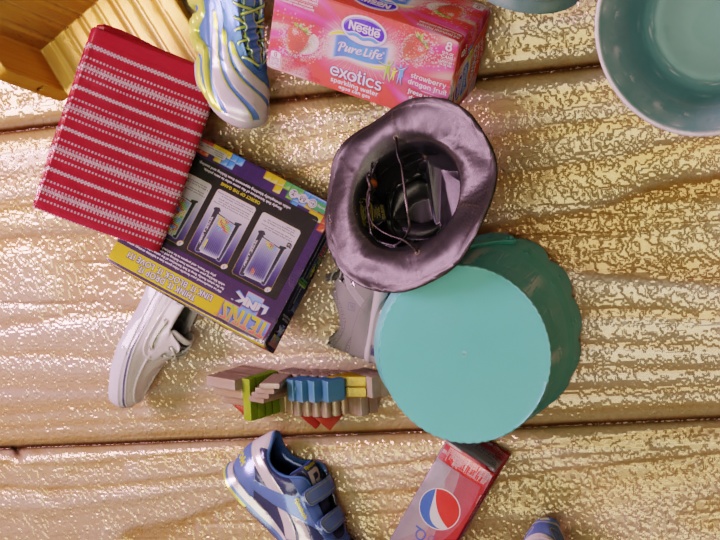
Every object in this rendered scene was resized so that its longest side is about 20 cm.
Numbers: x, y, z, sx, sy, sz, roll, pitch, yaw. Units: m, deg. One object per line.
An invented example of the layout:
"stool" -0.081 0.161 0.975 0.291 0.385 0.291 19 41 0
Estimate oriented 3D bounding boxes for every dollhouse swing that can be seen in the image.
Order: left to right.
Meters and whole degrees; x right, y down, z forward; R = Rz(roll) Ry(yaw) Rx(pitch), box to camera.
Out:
"dollhouse swing" -0.273 -0.230 1.714 0.199 0.181 0.177 -34 68 20

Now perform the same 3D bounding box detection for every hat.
"hat" 0.062 -0.066 1.603 0.199 0.081 0.203 -9 75 34

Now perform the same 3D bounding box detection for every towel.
"towel" -0.239 -0.136 1.687 0.143 0.022 0.202 19 91 -13

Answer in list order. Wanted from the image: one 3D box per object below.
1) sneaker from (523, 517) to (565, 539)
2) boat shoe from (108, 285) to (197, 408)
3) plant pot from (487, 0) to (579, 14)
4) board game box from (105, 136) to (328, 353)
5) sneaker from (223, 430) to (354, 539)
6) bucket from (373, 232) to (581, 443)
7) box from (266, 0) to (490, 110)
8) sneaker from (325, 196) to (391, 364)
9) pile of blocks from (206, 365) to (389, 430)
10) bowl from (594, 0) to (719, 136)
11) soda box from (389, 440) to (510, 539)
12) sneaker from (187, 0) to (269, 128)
"sneaker" 0.205 0.349 1.709 0.075 0.077 0.202 0 117 15
"boat shoe" -0.215 0.068 1.791 0.066 0.073 0.202 25 106 15
"plant pot" 0.165 -0.328 1.545 0.198 0.201 0.135 21 133 13
"board game box" -0.141 -0.033 1.729 0.198 0.057 0.167 28 85 12
"sneaker" -0.057 0.257 1.776 0.200 0.074 0.082 42 108 6
"bucket" 0.118 0.071 1.649 0.205 0.135 0.210 3 99 18
"box" 0.018 -0.232 1.633 0.198 0.100 0.096 20 125 14
"sneaker" 0.000 0.000 1.706 0.081 0.075 0.203 8 103 15
"pile of blocks" -0.067 0.141 1.752 0.197 0.082 0.063 0 100 18
"bowl" 0.326 -0.232 1.539 0.198 0.105 0.204 4 102 18
"soda box" 0.079 0.265 1.732 0.063 0.070 0.201 32 109 11
"sneaker" -0.129 -0.247 1.656 0.105 0.075 0.202 -58 46 54
